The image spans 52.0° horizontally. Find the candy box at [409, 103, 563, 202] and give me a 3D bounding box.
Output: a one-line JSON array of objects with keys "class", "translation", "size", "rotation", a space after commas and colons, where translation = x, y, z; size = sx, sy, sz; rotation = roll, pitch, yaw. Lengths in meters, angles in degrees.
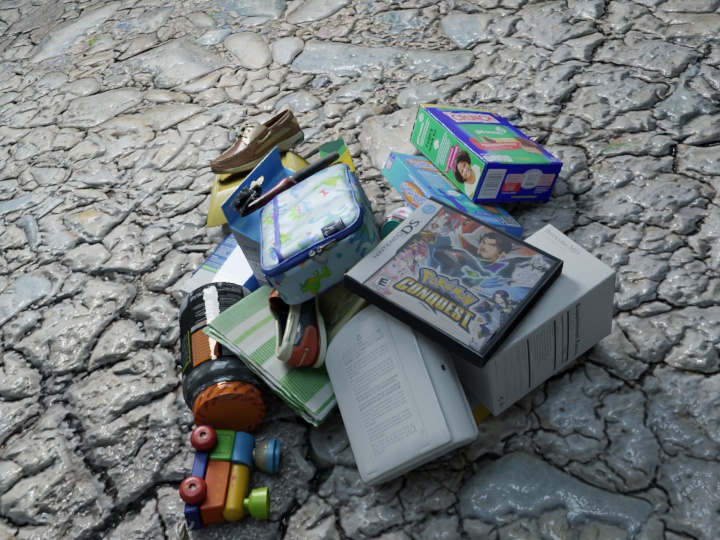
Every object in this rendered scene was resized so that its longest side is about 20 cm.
[{"class": "candy box", "translation": [0.202, -0.194, 1.211], "size": [0.167, 0.078, 0.200], "rotation": [-4, 37, -32]}]

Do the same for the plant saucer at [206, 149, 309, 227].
[{"class": "plant saucer", "translation": [-0.181, -0.156, 1.304], "size": [0.197, 0.049, 0.200], "rotation": [-19, 23, -2]}]

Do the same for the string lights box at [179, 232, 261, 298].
[{"class": "string lights box", "translation": [-0.188, -0.008, 1.206], "size": [0.102, 0.059, 0.201], "rotation": [18, 55, 30]}]

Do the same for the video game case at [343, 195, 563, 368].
[{"class": "video game case", "translation": [0.111, 0.004, 0.879], "size": [0.199, 0.026, 0.181], "rotation": [29, 54, 28]}]

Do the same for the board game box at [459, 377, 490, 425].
[{"class": "board game box", "translation": [0.136, 0.123, 1.002], "size": [0.200, 0.041, 0.152], "rotation": [-40, 50, -21]}]

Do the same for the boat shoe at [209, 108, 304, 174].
[{"class": "boat shoe", "translation": [-0.191, -0.232, 1.324], "size": [0.199, 0.073, 0.075], "rotation": [-35, 29, -34]}]

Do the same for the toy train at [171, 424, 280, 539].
[{"class": "toy train", "translation": [-0.162, 0.291, 0.909], "size": [0.114, 0.085, 0.202], "rotation": [2, 47, 0]}]

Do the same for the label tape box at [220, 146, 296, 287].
[{"class": "label tape box", "translation": [-0.116, -0.065, 1.138], "size": [0.065, 0.201, 0.144], "rotation": [15, 53, 31]}]

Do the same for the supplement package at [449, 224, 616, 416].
[{"class": "supplement package", "translation": [0.205, 0.059, 0.929], "size": [0.199, 0.121, 0.121], "rotation": [-32, 47, -16]}]

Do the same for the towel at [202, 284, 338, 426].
[{"class": "towel", "translation": [-0.097, 0.110, 1.000], "size": [0.199, 0.024, 0.152], "rotation": [37, 33, 12]}]

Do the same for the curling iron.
[{"class": "curling iron", "translation": [-0.105, -0.130, 1.084], "size": [0.199, 0.050, 0.026], "rotation": [-30, 73, -32]}]

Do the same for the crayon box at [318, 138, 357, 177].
[{"class": "crayon box", "translation": [-0.023, -0.120, 1.179], "size": [0.050, 0.128, 0.201], "rotation": [-15, 27, 0]}]

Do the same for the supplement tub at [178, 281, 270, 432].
[{"class": "supplement tub", "translation": [-0.192, 0.124, 1.038], "size": [0.121, 0.123, 0.201], "rotation": [-16, 45, 0]}]

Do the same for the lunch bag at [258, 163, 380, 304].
[{"class": "lunch bag", "translation": [-0.061, -0.052, 0.992], "size": [0.159, 0.083, 0.201], "rotation": [-28, 31, 11]}]

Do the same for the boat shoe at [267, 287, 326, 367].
[{"class": "boat shoe", "translation": [-0.095, 0.047, 1.007], "size": [0.062, 0.072, 0.201], "rotation": [10, 41, -24]}]

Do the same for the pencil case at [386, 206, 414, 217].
[{"class": "pencil case", "translation": [0.060, -0.003, 1.115], "size": [0.090, 0.083, 0.202], "rotation": [-13, 42, 32]}]

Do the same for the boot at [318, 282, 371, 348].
[{"class": "boot", "translation": [0.000, 0.000, 1.016], "size": [0.200, 0.072, 0.156], "rotation": [-50, 45, 27]}]

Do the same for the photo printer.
[{"class": "photo printer", "translation": [0.041, 0.139, 0.903], "size": [0.166, 0.069, 0.202], "rotation": [-37, 63, 35]}]

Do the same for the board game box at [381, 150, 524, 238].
[{"class": "board game box", "translation": [0.142, -0.111, 1.163], "size": [0.150, 0.045, 0.201], "rotation": [5, 34, -34]}]

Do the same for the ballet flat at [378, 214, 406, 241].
[{"class": "ballet flat", "translation": [0.112, -0.012, 1.045], "size": [0.199, 0.070, 0.071], "rotation": [39, 23, 12]}]
